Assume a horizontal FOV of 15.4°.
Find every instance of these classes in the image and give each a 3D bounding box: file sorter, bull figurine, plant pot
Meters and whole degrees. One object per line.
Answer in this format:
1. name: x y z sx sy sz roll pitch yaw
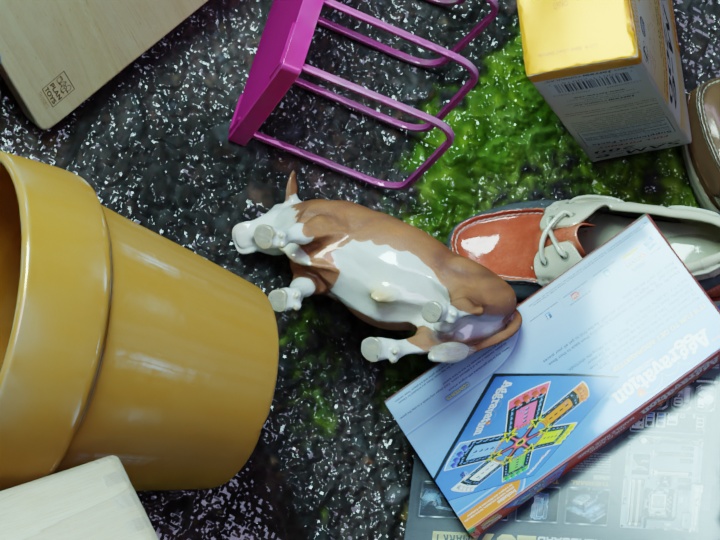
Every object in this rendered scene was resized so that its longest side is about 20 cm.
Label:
1. file sorter: 0.017 -0.170 1.678 0.125 0.139 0.201 21 69 -11
2. bull figurine: 0.000 0.000 1.611 0.199 0.121 0.066 20 111 20
3. plant pot: -0.155 0.048 1.546 0.182 0.200 0.202 14 70 -28

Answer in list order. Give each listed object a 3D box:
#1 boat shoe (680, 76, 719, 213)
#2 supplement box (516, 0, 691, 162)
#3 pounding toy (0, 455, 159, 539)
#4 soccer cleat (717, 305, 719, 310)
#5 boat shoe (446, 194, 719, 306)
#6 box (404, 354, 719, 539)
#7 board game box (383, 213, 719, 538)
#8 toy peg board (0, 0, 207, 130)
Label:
1. boat shoe: 0.279 -0.038 1.751 0.075 0.074 0.201 -22 82 -21
2. supplement box: 0.153 -0.158 1.679 0.073 0.200 0.127 -10 76 14
3. pounding toy: -0.170 0.233 1.490 0.183 0.201 0.143 -17 54 -19
4. soccer cleat: 0.225 0.054 1.707 0.086 0.070 0.202 -10 76 -10
5. boat shoe: 0.147 -0.014 1.675 0.198 0.063 0.072 4 73 15
6. box: 0.131 0.122 1.623 0.198 0.051 0.159 0 69 18
7. board game box: 0.122 0.063 1.610 0.199 0.019 0.103 -35 61 2
8. toy peg board: -0.181 -0.231 1.628 0.199 0.201 0.098 -40 48 -13
